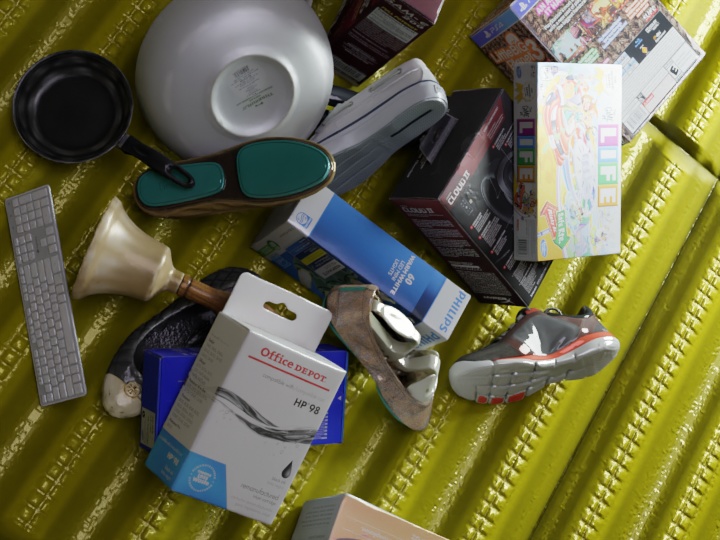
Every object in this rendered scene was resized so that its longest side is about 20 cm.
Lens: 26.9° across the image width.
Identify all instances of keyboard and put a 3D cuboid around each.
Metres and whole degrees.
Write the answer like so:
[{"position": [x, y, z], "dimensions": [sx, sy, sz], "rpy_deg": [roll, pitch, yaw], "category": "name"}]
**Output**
[{"position": [-0.293, 0.023, 1.401], "dimensions": [0.011, 0.056, 0.200], "rpy_deg": [-2, 78, -54], "category": "keyboard"}]

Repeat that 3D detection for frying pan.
[{"position": [-0.239, -0.148, 1.445], "dimensions": [0.190, 0.031, 0.115], "rpy_deg": [12, 76, -1], "category": "frying pan"}]

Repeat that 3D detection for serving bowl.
[{"position": [-0.114, -0.181, 1.456], "dimensions": [0.200, 0.066, 0.200], "rpy_deg": [-10, 119, -17], "category": "serving bowl"}]

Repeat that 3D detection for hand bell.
[{"position": [-0.158, 0.017, 1.409], "dimensions": [0.200, 0.104, 0.104], "rpy_deg": [23, 70, -4], "category": "hand bell"}]

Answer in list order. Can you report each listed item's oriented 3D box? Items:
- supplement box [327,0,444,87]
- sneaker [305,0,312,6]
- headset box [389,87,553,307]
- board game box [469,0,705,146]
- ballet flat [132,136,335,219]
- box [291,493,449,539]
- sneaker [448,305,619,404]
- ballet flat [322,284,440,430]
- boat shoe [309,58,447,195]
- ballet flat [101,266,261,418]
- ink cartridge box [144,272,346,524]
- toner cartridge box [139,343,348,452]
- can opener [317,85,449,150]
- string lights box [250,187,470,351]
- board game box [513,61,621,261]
[{"position": [0.031, -0.272, 1.525], "dimensions": [0.061, 0.200, 0.109], "rpy_deg": [31, 68, -14], "category": "supplement box"}, {"position": [-0.116, -0.229, 1.512], "dimensions": [0.067, 0.090, 0.200], "rpy_deg": [43, 66, -11], "category": "sneaker"}, {"position": [0.130, -0.081, 1.557], "dimensions": [0.200, 0.077, 0.149], "rpy_deg": [46, 63, -34], "category": "headset box"}, {"position": [0.253, -0.251, 1.675], "dimensions": [0.200, 0.097, 0.159], "rpy_deg": [47, 65, -8], "category": "board game box"}, {"position": [-0.118, -0.087, 1.453], "dimensions": [0.200, 0.063, 0.069], "rpy_deg": [-5, 76, 9], "category": "ballet flat"}, {"position": [-0.002, 0.335, 1.429], "dimensions": [0.152, 0.106, 0.200], "rpy_deg": [25, 69, -17], "category": "box"}, {"position": [0.174, 0.083, 1.595], "dimensions": [0.200, 0.077, 0.082], "rpy_deg": [-9, 55, -26], "category": "sneaker"}, {"position": [0.037, 0.087, 1.480], "dimensions": [0.200, 0.067, 0.068], "rpy_deg": [52, 34, -36], "category": "ballet flat"}, {"position": [-0.003, -0.139, 1.523], "dimensions": [0.200, 0.074, 0.067], "rpy_deg": [-30, 56, 12], "category": "boat shoe"}, {"position": [-0.173, 0.063, 1.440], "dimensions": [0.066, 0.057, 0.200], "rpy_deg": [48, 65, -11], "category": "ballet flat"}, {"position": [-0.096, 0.116, 1.371], "dimensions": [0.116, 0.067, 0.200], "rpy_deg": [26, 91, -32], "category": "ink cartridge box"}, {"position": [-0.110, 0.121, 1.437], "dimensions": [0.200, 0.043, 0.095], "rpy_deg": [1, 98, -31], "category": "toner cartridge box"}, {"position": [0.015, -0.160, 1.581], "dimensions": [0.200, 0.079, 0.063], "rpy_deg": [4, 116, -20], "category": "can opener"}, {"position": [0.000, 0.000, 1.505], "dimensions": [0.200, 0.103, 0.059], "rpy_deg": [37, 64, -12], "category": "string lights box"}, {"position": [0.215, -0.114, 1.555], "dimensions": [0.134, 0.034, 0.200], "rpy_deg": [-6, 98, -42], "category": "board game box"}]
